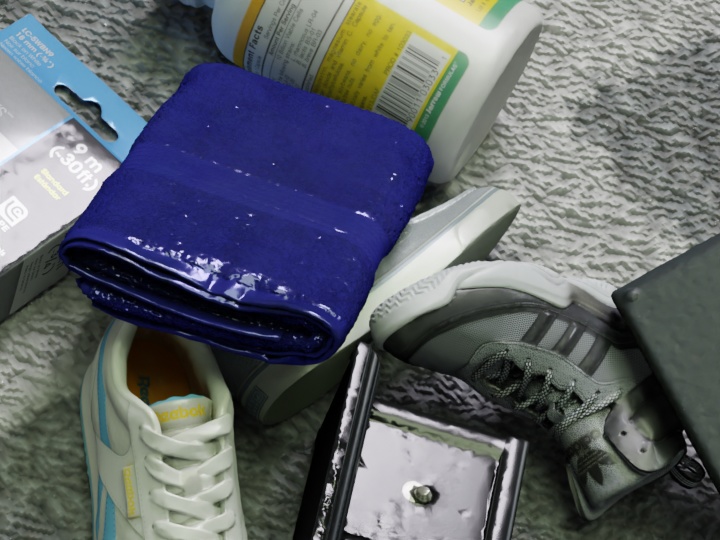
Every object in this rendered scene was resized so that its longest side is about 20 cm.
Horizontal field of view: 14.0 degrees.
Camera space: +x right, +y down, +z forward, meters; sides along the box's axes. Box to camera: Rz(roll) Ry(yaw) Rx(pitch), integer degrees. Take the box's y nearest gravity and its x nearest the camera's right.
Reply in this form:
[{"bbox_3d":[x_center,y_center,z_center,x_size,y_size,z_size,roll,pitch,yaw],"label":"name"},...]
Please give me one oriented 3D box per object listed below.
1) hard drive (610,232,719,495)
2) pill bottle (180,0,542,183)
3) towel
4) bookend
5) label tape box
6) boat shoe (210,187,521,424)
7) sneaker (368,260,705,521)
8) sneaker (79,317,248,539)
[{"bbox_3d":[0.245,0.025,1.480,0.200,0.033,0.140,-28,73,2],"label":"hard drive"},{"bbox_3d":[-0.011,-0.143,1.616,0.200,0.113,0.113,31,54,7],"label":"pill bottle"},{"bbox_3d":[-0.054,-0.027,1.491,0.147,0.050,0.200,20,35,6],"label":"towel"},{"bbox_3d":[0.062,0.166,1.434,0.200,0.092,0.199,18,53,-4],"label":"bookend"},{"bbox_3d":[-0.194,-0.063,1.538,0.144,0.063,0.200,43,56,14],"label":"label tape box"},{"bbox_3d":[-0.001,0.001,1.545,0.201,0.070,0.072,-36,75,-30],"label":"boat shoe"},{"bbox_3d":[0.099,0.063,1.505,0.200,0.075,0.114,8,55,-36],"label":"sneaker"},{"bbox_3d":[-0.093,0.107,1.439,0.076,0.081,0.200,-6,59,-22],"label":"sneaker"}]
